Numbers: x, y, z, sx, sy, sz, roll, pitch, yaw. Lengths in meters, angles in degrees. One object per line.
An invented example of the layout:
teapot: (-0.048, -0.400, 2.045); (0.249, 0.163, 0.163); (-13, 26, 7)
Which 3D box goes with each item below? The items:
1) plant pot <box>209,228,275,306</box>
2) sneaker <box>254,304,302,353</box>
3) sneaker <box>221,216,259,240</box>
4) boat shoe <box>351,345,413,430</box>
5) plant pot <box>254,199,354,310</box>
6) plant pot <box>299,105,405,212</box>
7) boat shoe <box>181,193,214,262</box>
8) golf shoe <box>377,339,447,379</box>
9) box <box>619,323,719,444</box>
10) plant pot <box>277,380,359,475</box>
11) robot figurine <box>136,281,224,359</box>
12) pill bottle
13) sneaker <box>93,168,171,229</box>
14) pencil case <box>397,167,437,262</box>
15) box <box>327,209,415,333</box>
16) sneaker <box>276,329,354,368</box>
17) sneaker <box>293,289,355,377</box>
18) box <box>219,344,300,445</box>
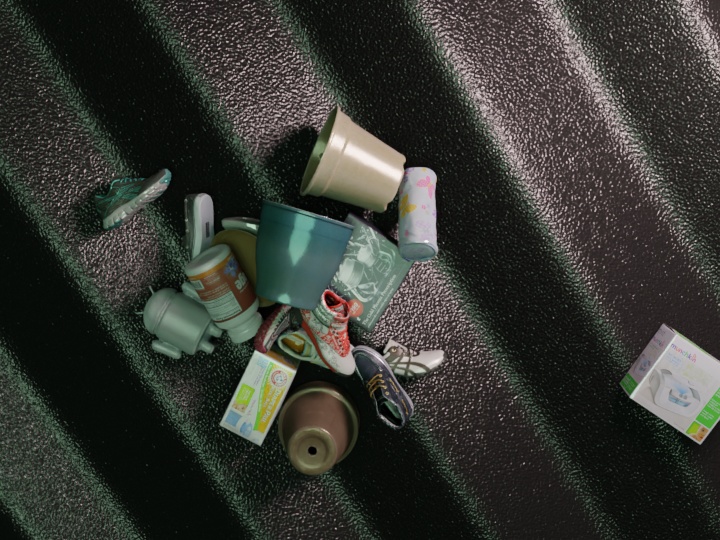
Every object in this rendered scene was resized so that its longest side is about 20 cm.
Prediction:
plant pot: (-0.250, -0.010, 1.658); (0.196, 0.028, 0.203); (15, 129, 20)
sneaker: (-0.162, 0.113, 1.640); (0.075, 0.201, 0.080); (47, 138, -8)
sneaker: (-0.227, -0.048, 1.669); (0.196, 0.074, 0.121); (15, 103, 1)
boat shoe: (0.042, 0.256, 1.638); (0.071, 0.091, 0.201); (-41, 86, 17)
plant pot: (-0.130, -0.025, 1.515); (0.196, 0.200, 0.192); (16, 91, -1)
plant pot: (-0.010, -0.219, 1.585); (0.181, 0.201, 0.203); (22, 101, -14)
boat shoe: (-0.375, -0.075, 1.678); (0.065, 0.070, 0.204); (9, 108, 24)
golf shoe: (0.100, 0.200, 1.697); (0.196, 0.078, 0.096); (-15, 99, 4)
box: (0.725, 0.254, 1.672); (0.198, 0.097, 0.178); (33, 102, -3)
plant pot: (-0.099, 0.375, 1.687); (0.196, 0.175, 0.205); (0, 99, 1)
robot figurine: (-0.409, 0.115, 1.684); (0.198, 0.113, 0.172); (29, 84, -3)
pill bottle: (-0.293, 0.054, 1.635); (0.110, 0.113, 0.202); (-24, 112, 6)
sneaker: (-0.517, -0.179, 1.660); (0.198, 0.078, 0.092); (-34, 93, 6)
pencil case: (0.126, -0.121, 1.590); (0.090, 0.082, 0.204); (22, 58, -37)
box: (0.000, 0.000, 1.652); (0.180, 0.104, 0.202); (32, 100, -2)
sneaker: (-0.100, 0.185, 1.701); (0.196, 0.081, 0.078); (17, 99, -2)
sneaker: (-0.051, 0.135, 1.599); (0.107, 0.067, 0.203); (-29, 101, 37)
box: (-0.229, 0.278, 1.711); (0.111, 0.101, 0.203); (26, 100, -2)
